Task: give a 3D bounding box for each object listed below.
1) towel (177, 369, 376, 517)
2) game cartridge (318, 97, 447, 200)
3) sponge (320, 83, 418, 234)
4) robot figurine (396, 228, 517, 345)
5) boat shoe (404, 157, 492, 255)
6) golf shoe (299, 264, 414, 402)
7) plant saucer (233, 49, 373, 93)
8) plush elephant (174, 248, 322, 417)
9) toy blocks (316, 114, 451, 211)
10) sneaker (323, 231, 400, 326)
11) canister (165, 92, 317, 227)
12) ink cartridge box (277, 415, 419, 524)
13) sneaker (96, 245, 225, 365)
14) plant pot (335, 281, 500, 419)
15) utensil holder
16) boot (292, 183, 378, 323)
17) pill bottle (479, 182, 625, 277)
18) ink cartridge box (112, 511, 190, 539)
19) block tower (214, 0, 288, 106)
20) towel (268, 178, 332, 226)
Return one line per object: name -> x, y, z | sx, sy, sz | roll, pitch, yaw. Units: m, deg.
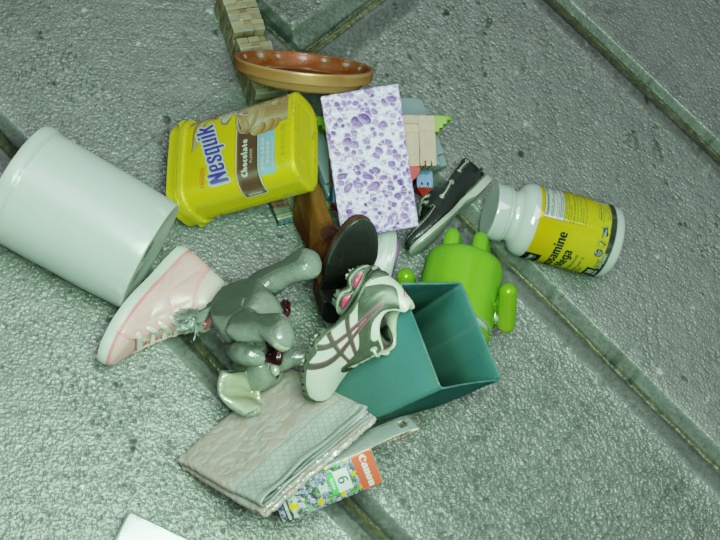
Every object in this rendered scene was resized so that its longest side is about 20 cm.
towel -> -0.108, 0.212, 1.353 | 0.200, 0.190, 0.032 | -38, 123, -28
game cartridge -> 0.018, -0.190, 1.601 | 0.198, 0.042, 0.134 | -15, 69, -18
sponge -> 0.013, -0.149, 1.476 | 0.111, 0.030, 0.202 | -9, 94, -3
robot figurine -> 0.137, 0.043, 1.515 | 0.174, 0.116, 0.201 | 9, 65, 14
boat shoe -> 0.121, -0.099, 1.595 | 0.060, 0.074, 0.200 | 43, 61, 5
golf shoe -> -0.009, 0.092, 1.314 | 0.088, 0.201, 0.077 | 35, 24, 21
plant saucer -> -0.081, -0.282, 1.515 | 0.198, 0.200, 0.033 | 2, 109, -15
plush elephant -> -0.125, 0.095, 1.379 | 0.199, 0.155, 0.165 | -15, 37, 21
toy blocks -> 0.032, -0.152, 1.531 | 0.198, 0.100, 0.138 | 0, 81, -13
sneaker -> 0.000, 0.000, 1.519 | 0.099, 0.075, 0.201 | 15, 63, -5
canister -> -0.161, -0.155, 1.473 | 0.198, 0.087, 0.150 | -13, 62, 23
ink cartridge box -> -0.016, 0.251, 1.356 | 0.199, 0.109, 0.051 | -22, 93, -5
sneaker -> -0.256, 0.064, 1.419 | 0.104, 0.075, 0.201 | 33, 59, 6
plant pot -> 0.047, 0.122, 1.402 | 0.141, 0.199, 0.142 | 0, 64, -51
utensil holder -> -0.362, -0.068, 1.397 | 0.199, 0.170, 0.171 | 28, 63, -4
boot -> -0.038, -0.062, 1.443 | 0.068, 0.189, 0.201 | -7, 51, -14
pill bottle -> 0.287, -0.066, 1.605 | 0.198, 0.113, 0.113 | 14, 65, -9
ink cartridge box -> -0.235, 0.417, 1.296 | 0.199, 0.044, 0.174 | 26, 62, -4
block tower -> -0.170, -0.343, 1.629 | 0.054, 0.058, 0.201 | -13, 70, -21
towel -> -0.060, -0.159, 1.599 | 0.199, 0.022, 0.148 | -19, 73, -22
